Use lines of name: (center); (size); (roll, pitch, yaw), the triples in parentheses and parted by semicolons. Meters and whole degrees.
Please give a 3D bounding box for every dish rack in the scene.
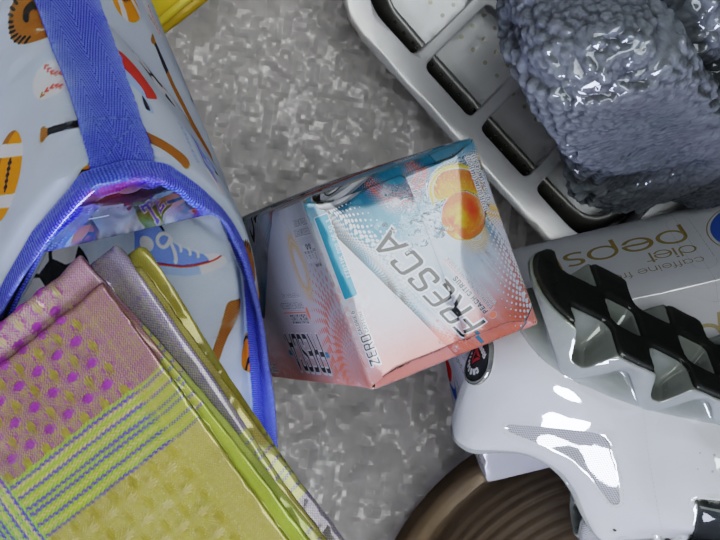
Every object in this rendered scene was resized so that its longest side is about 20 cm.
dish rack: (0.103, -0.120, 0.922); (0.200, 0.044, 0.172); (-45, 98, -9)

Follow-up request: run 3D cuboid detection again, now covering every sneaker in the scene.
sneaker: (0.123, 0.071, 0.833); (0.199, 0.074, 0.089); (27, 116, -16)

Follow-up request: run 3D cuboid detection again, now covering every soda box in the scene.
soda box: (0.133, 0.018, 0.880); (0.199, 0.064, 0.068); (-13, 118, -5)
soda box: (0.000, 0.000, 0.816); (0.063, 0.200, 0.069); (-21, 92, -12)

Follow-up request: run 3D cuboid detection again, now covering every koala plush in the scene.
koala plush: (0.118, -0.140, 0.841); (0.176, 0.184, 0.201); (-17, 72, -1)

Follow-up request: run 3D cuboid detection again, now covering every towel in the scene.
towel: (-0.102, 0.103, 0.683); (0.200, 0.023, 0.144); (-39, 88, 16)

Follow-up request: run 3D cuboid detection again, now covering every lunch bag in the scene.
lunch bag: (-0.100, -0.016, 0.768); (0.123, 0.201, 0.170); (-12, 50, -14)

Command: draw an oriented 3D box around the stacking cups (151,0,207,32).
stacking cups: (-0.125, -0.182, 0.870); (0.060, 0.061, 0.200); (-39, 92, -10)

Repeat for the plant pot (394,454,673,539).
plant pot: (0.104, 0.160, 0.877); (0.200, 0.093, 0.202); (0, 93, -3)
